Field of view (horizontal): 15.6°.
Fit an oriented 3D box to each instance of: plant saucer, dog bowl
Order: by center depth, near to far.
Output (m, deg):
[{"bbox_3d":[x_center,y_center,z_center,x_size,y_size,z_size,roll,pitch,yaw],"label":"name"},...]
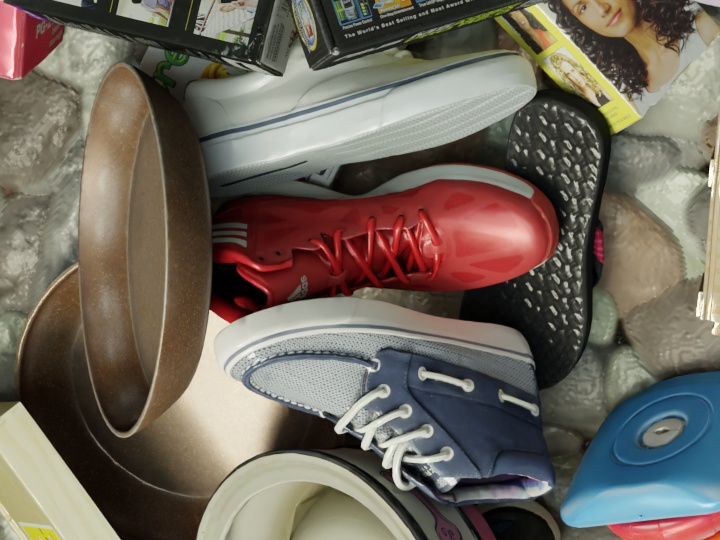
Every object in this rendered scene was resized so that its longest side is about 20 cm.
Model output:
[{"bbox_3d":[-0.115,-0.012,1.410,0.034,0.200,0.201,-1,113,-19],"label":"plant saucer"},{"bbox_3d":[0.001,0.187,1.463,0.200,0.074,0.201,15,112,40],"label":"dog bowl"},{"bbox_3d":[-0.102,0.070,1.538,0.200,0.037,0.201,4,111,11],"label":"plant saucer"}]

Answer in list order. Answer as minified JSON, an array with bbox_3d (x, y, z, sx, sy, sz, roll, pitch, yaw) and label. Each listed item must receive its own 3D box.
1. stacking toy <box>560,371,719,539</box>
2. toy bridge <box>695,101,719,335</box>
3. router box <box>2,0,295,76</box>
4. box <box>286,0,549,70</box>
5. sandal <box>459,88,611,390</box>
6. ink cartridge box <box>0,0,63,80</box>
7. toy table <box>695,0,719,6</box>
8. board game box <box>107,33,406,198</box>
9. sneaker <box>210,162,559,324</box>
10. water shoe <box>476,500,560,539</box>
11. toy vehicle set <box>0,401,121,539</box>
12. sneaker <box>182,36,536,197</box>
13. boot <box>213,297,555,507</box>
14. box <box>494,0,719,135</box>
[{"bbox_3d":[0.210,0.165,1.476,0.116,0.110,0.200,-11,120,37],"label":"stacking toy"},{"bbox_3d":[0.200,-0.059,1.404,0.027,0.067,0.201,7,111,10],"label":"toy bridge"},{"bbox_3d":[-0.089,-0.216,1.376,0.149,0.051,0.201,15,90,14],"label":"router box"},{"bbox_3d":[0.044,-0.204,1.321,0.200,0.044,0.161,-17,89,-17],"label":"box"},{"bbox_3d":[0.104,-0.015,1.448,0.075,0.045,0.200,23,127,17],"label":"sandal"},{"bbox_3d":[-0.234,-0.220,1.434,0.144,0.084,0.200,11,113,9],"label":"ink cartridge box"},{"bbox_3d":[0.204,-0.204,1.284,0.199,0.117,0.184,-3,84,-15],"label":"toy table"},{"bbox_3d":[-0.042,-0.131,1.450,0.126,0.035,0.200,29,114,2],"label":"board game box"},{"bbox_3d":[0.000,0.000,1.402,0.200,0.116,0.079,-4,115,21],"label":"sneaker"},{"bbox_3d":[0.035,0.209,1.535,0.071,0.079,0.200,38,113,-3],"label":"water shoe"},{"bbox_3d":[-0.167,0.165,1.547,0.026,0.124,0.200,-38,101,-19],"label":"toy vehicle set"},{"bbox_3d":[-0.007,-0.096,1.395,0.200,0.073,0.071,-13,78,14],"label":"sneaker"},{"bbox_3d":[0.019,0.073,1.389,0.200,0.091,0.073,5,148,-33],"label":"boot"},{"bbox_3d":[0.092,-0.169,1.381,0.200,0.050,0.075,44,70,-6],"label":"box"}]
